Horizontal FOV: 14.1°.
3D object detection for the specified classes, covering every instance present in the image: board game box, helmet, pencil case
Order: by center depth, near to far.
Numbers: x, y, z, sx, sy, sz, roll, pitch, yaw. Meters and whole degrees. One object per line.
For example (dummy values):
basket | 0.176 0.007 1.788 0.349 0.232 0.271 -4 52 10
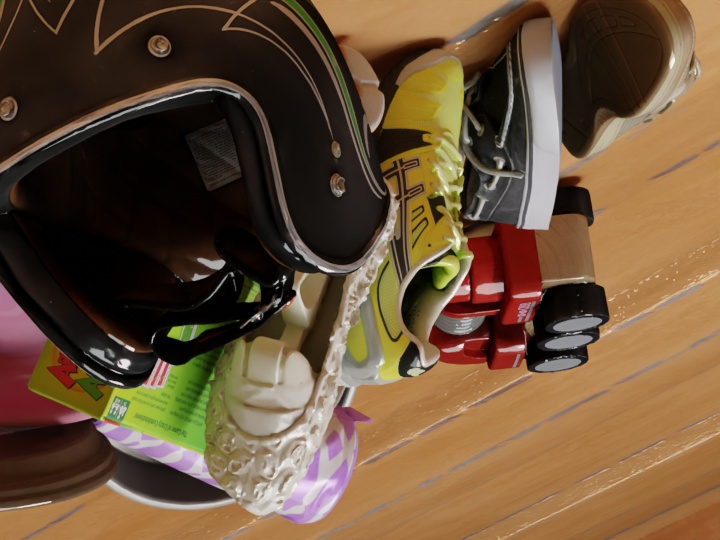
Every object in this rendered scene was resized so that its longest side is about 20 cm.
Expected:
helmet | -0.095 -0.064 1.315 0.200 0.191 0.200 -33 -163 12
board game box | -0.102 0.039 1.568 0.047 0.102 0.200 22 177 20
pencil case | -0.092 0.090 1.838 0.200 0.086 0.084 29 175 -35

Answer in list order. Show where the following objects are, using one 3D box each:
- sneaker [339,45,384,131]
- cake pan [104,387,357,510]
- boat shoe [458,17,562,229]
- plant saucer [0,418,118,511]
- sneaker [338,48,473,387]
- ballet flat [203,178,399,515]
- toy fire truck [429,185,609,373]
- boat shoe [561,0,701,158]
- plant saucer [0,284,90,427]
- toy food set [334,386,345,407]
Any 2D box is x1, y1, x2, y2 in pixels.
sneaker | -0.083 -0.066 1.560 0.199 0.079 0.077 -12 169 -31
cake pan | -0.098 0.063 1.889 0.199 0.037 0.201 -11 124 -16
boat shoe | 0.083 -0.085 1.718 0.068 0.074 0.199 0 159 1
plant saucer | -0.241 0.102 1.718 0.199 0.030 0.200 3 -168 -1
sneaker | 0.032 -0.027 1.625 0.076 0.201 0.075 6 164 31
ballet flat | -0.039 0.028 1.552 0.071 0.201 0.072 18 168 4
toy fire truck | 0.067 0.032 2.063 0.199 0.129 0.176 -6 165 -5
boat shoe | 0.161 -0.122 1.692 0.065 0.072 0.200 -25 170 -16
plant saucer | -0.212 0.020 1.630 0.200 0.051 0.201 3 149 2
toy food set | 0.000 0.000 1.766 0.060 0.144 0.200 22 167 8
